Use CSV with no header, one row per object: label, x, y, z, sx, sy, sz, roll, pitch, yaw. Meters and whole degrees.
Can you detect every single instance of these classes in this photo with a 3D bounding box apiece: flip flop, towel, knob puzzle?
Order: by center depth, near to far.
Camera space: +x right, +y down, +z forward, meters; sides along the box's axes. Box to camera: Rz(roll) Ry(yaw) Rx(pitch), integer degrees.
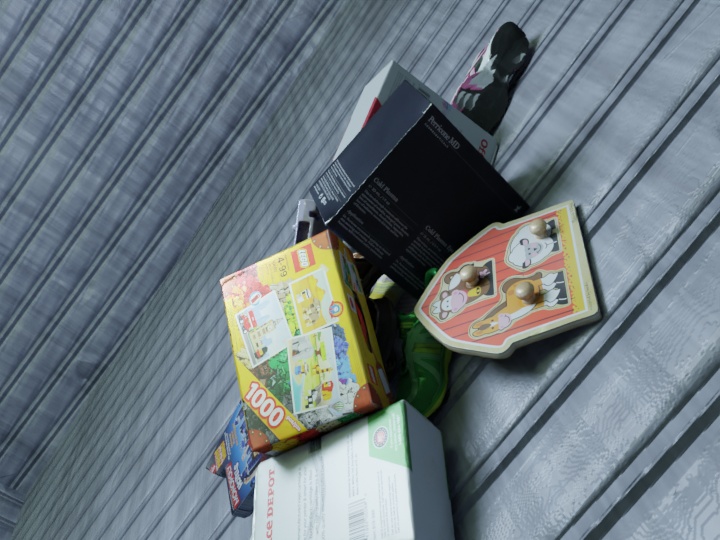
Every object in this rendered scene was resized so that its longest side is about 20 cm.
knob puzzle,0.142,0.009,0.783,0.216,0.031,0.222,-25,36,19
flip flop,0.000,0.000,1.041,0.199,0.058,0.081,-43,4,7
towel,0.073,0.011,1.047,0.146,0.023,0.199,-63,21,-14

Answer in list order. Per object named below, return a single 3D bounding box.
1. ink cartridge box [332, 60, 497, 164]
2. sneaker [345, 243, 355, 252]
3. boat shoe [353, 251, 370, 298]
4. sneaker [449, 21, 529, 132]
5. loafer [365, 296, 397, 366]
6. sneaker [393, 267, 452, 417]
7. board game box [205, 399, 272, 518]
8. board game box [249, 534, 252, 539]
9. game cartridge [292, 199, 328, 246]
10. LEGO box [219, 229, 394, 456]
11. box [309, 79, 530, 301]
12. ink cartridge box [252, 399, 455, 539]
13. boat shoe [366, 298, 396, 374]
ink cartridge box,0.080,-0.165,1.030,0.082,0.198,0.148,-26,37,57
sneaker,-0.012,-0.069,1.271,0.201,0.078,0.075,-49,24,26
boat shoe,-0.029,0.073,1.139,0.203,0.074,0.074,-63,26,10
sneaker,0.189,-0.277,1.133,0.202,0.080,0.086,-55,8,-13
loafer,-0.029,0.113,0.866,0.202,0.071,0.073,-57,29,9
sneaker,0.069,0.089,0.865,0.074,0.083,0.203,-17,46,59
board game box,-0.164,0.279,1.146,0.202,0.061,0.201,-55,29,16
board game box,-0.058,0.303,0.899,0.195,0.055,0.203,-19,44,59
game cartridge,-0.063,0.025,0.953,0.130,0.037,0.205,44,-128,-74
LEGO box,-0.061,0.083,0.815,0.146,0.077,0.204,-23,65,14
box,0.072,-0.088,0.905,0.182,0.199,0.105,-45,31,11
ink cartridge box,-0.011,0.244,0.743,0.197,0.083,0.149,-27,43,25
boat shoe,0.016,0.112,0.973,0.074,0.073,0.201,-44,19,24
